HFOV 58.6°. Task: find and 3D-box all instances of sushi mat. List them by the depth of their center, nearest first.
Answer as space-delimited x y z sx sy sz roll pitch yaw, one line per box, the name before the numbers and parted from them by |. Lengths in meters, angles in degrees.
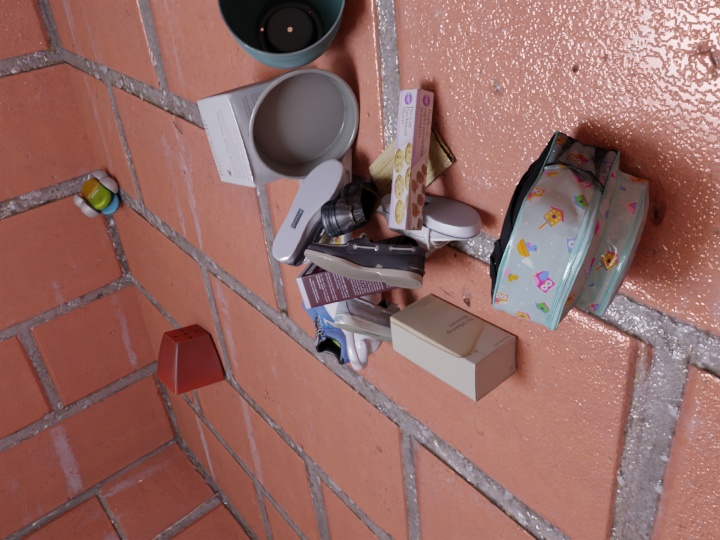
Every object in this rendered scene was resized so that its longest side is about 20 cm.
sushi mat | 0.077 -0.171 1.044 0.097 0.012 0.200 60 150 5

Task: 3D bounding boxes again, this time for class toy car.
toy car | -1.050 -0.295 2.606 0.199 0.176 0.150 33 173 40

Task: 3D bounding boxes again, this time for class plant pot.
plant pot | -0.118 -0.411 1.028 0.203 0.197 0.134 59 177 7
plant pot | -0.630 0.313 2.353 0.198 0.196 0.181 19 115 50

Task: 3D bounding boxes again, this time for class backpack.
backpack | 0.230 -0.033 0.725 0.151 0.200 0.179 28 135 21

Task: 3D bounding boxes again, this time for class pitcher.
pitcher | -0.014 0.073 1.227 0.172 0.118 0.204 -70 -35 -68

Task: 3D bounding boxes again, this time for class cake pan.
cake pan | -0.098 -0.252 1.093 0.037 0.195 0.204 -122 27 -44

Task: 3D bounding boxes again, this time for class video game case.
video game case | -0.070 -0.120 1.229 0.199 0.022 0.187 -16 72 59

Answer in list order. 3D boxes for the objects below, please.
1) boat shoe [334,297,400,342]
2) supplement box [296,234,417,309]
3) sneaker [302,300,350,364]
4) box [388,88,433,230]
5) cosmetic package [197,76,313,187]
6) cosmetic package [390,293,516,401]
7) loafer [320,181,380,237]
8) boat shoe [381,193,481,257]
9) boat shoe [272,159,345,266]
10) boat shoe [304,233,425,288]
boat shoe | 0.043 0.086 1.159 0.069 0.197 0.073 -12 64 55
supplement box | 0.000 0.000 1.100 0.195 0.109 0.062 -14 107 19
sneaker | -0.074 0.129 1.427 0.200 0.088 0.080 44 144 31
box | 0.075 -0.162 0.952 0.041 0.038 0.206 13 100 48
cosmetic package | -0.187 -0.268 1.220 0.199 0.164 0.171 18 128 59
cosmetic package | 0.150 0.121 1.058 0.198 0.102 0.075 25 132 46
loafer | 0.002 -0.106 1.065 0.071 0.200 0.074 -10 110 23
boat shoe | 0.110 -0.062 1.008 0.200 0.074 0.088 19 130 45
boat shoe | -0.080 -0.098 1.137 0.071 0.067 0.203 31 94 34
boat shoe | 0.009 -0.023 1.009 0.195 0.064 0.073 12 163 14
